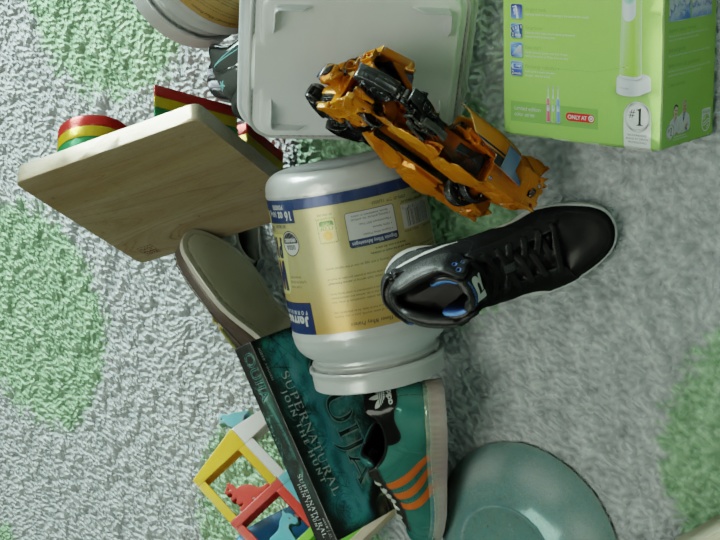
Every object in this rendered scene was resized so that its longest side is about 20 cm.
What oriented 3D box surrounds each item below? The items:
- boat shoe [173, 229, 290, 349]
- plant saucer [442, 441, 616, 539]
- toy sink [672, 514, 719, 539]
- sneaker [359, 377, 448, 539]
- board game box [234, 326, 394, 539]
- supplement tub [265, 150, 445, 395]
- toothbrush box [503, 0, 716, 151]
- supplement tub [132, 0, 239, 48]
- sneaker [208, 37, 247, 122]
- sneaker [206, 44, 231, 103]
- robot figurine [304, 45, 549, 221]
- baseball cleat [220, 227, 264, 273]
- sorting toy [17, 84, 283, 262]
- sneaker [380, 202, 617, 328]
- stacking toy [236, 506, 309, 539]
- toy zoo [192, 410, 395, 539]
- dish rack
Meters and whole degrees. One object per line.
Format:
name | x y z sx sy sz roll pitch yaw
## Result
boat shoe | -0.114 0.045 1.487 0.200 0.072 0.059 44 134 -13
plant saucer | 0.143 0.258 1.382 0.201 0.039 0.201 15 114 38
toy sink | 0.296 0.253 1.183 0.200 0.130 0.112 -41 76 40
sneaker | 0.039 0.177 1.389 0.080 0.071 0.200 -3 128 -1
board game box | -0.029 0.146 1.433 0.028 0.135 0.200 -26 86 40
supplement tub | 0.000 0.000 1.355 0.144 0.144 0.200 -3 101 42
toothbrush box | 0.191 -0.202 1.162 0.145 0.086 0.200 11 111 40
supplement tub | -0.110 -0.303 1.357 0.200 0.145 0.145 -34 80 42
sneaker | -0.047 -0.217 1.322 0.200 0.075 0.079 -36 77 8
sneaker | -0.037 -0.175 1.401 0.200 0.088 0.075 7 82 19
robot figurine | 0.050 -0.112 1.229 0.200 0.058 0.145 36 162 -21
baseball cleat | -0.170 -0.058 1.554 0.200 0.070 0.106 45 115 16
sorting toy | -0.183 -0.099 1.425 0.200 0.199 0.070 -16 62 23
sneaker | 0.115 0.004 1.223 0.200 0.112 0.073 -16 102 9
stacking toy | -0.112 0.328 1.602 0.200 0.110 0.116 -31 85 54
toy zoo | -0.076 0.216 1.515 0.200 0.131 0.020 43 170 23
dish rack | -0.002 -0.175 1.265 0.044 0.200 0.172 -97 9 -50
